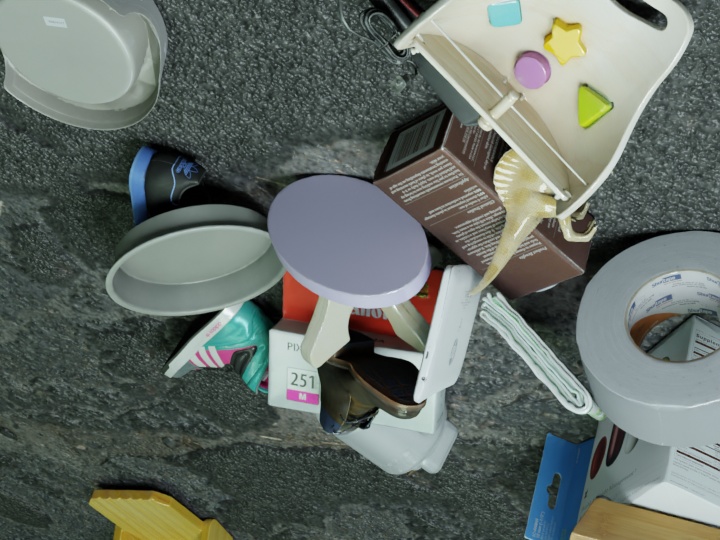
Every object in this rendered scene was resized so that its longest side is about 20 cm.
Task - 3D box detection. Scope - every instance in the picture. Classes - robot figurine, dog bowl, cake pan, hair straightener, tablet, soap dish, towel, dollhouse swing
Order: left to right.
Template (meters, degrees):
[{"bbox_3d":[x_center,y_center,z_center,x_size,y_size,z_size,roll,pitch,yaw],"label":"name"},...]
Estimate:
[{"bbox_3d":[-0.272,-0.223,1.283,0.198,0.059,0.201,13,145,9],"label":"dog bowl"},{"bbox_3d":[-0.335,0.454,2.158,0.198,0.184,0.175,-4,160,31],"label":"dollhouse swing"},{"bbox_3d":[-0.174,-0.011,1.454,0.198,0.037,0.201,-11,155,-5],"label":"cake pan"},{"bbox_3d":[0.023,0.163,1.614,0.199,0.114,0.169,37,157,-23],"label":"robot figurine"},{"bbox_3d":[0.045,-0.190,1.153,0.041,0.078,0.200,-13,134,41],"label":"hair straightener"},{"bbox_3d":[0.091,0.058,1.343,0.014,0.132,0.200,15,-176,14],"label":"tablet"},{"bbox_3d":[0.186,0.094,1.374,0.150,0.031,0.200,50,-175,16],"label":"towel"},{"bbox_3d":[0.280,0.311,1.362,0.156,0.082,0.201,13,145,11],"label":"soap dish"}]

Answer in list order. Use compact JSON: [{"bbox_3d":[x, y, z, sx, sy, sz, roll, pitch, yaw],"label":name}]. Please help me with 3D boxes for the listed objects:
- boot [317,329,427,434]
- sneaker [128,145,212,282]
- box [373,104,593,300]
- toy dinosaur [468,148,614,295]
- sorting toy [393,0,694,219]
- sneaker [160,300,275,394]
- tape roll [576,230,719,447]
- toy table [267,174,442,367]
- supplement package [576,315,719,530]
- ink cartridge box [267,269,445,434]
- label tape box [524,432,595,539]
[{"bbox_3d":[0.010,0.135,1.400,0.074,0.098,0.200,-2,-162,-25],"label":"boot"},{"bbox_3d":[-0.197,-0.049,1.474,0.077,0.071,0.201,17,146,13],"label":"sneaker"},{"bbox_3d":[0.120,-0.065,1.292,0.200,0.075,0.100,41,141,-24],"label":"box"},{"bbox_3d":[0.163,-0.064,1.230,0.100,0.202,0.058,18,-172,-11],"label":"toy dinosaur"},{"bbox_3d":[0.164,-0.180,1.093,0.200,0.107,0.180,45,125,-5],"label":"sorting toy"},{"bbox_3d":[-0.155,0.105,1.659,0.120,0.084,0.200,39,141,-11],"label":"sneaker"},{"bbox_3d":[0.300,0.060,1.257,0.198,0.202,0.066,2,141,24],"label":"tape roll"},{"bbox_3d":[0.000,0.000,1.365,0.200,0.183,0.118,49,165,43],"label":"toy table"},{"bbox_3d":[0.342,0.195,1.421,0.146,0.201,0.192,26,145,-8],"label":"supplement package"},{"bbox_3d":[-0.003,0.076,1.494,0.198,0.044,0.176,8,111,16],"label":"ink cartridge box"},{"bbox_3d":[0.305,0.271,1.593,0.198,0.144,0.066,20,146,0],"label":"label tape box"}]
